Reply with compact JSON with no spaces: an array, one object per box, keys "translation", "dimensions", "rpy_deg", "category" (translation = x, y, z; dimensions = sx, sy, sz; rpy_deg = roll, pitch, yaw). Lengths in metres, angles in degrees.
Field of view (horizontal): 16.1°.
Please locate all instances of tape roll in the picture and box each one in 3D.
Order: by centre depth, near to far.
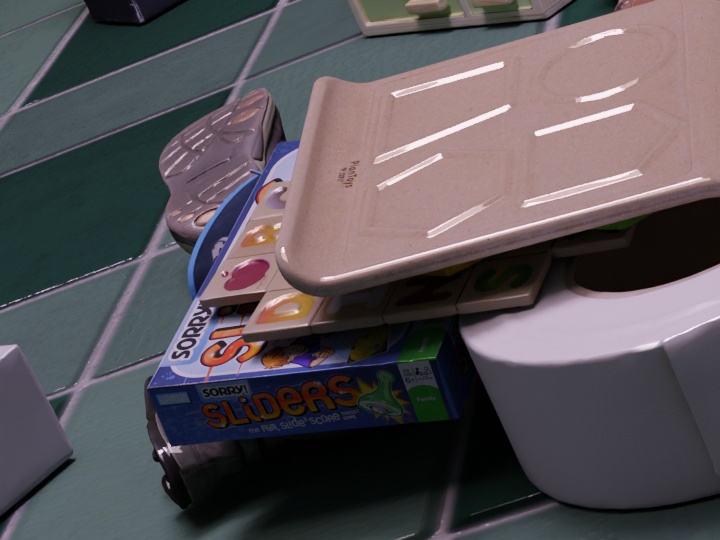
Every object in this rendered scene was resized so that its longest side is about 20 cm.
[{"translation":[0.143,0.013,1.032],"dimensions":[0.202,0.071,0.202],"rpy_deg":[-22,19,8],"category":"tape roll"}]

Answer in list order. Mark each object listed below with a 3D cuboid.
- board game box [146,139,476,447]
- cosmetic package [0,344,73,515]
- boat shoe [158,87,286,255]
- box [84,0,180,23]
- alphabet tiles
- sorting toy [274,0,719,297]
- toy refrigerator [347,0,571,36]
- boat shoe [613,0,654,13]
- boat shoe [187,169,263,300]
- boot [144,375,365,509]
[{"translation":[0.000,0.000,1.139],"dimensions":[0.135,0.034,0.200],"rpy_deg":[-8,32,22],"category":"board game box"},{"translation":[-0.248,0.117,1.251],"dimensions":[0.102,0.074,0.200],"rpy_deg":[-6,28,43],"category":"cosmetic package"},{"translation":[-0.069,-0.039,1.445],"dimensions":[0.074,0.073,0.200],"rpy_deg":[-24,22,13],"category":"boat shoe"},{"translation":[-0.174,-0.347,2.215],"dimensions":[0.200,0.197,0.124],"rpy_deg":[-33,19,-21],"category":"box"},{"translation":[0.033,-0.025,1.106],"dimensions":[0.200,0.006,0.166],"rpy_deg":[-8,30,26],"category":"alphabet tiles"},{"translation":[0.071,-0.052,1.089],"dimensions":[0.200,0.037,0.185],"rpy_deg":[-11,29,12],"category":"sorting toy"},{"translation":[0.065,-0.210,1.728],"dimensions":[0.070,0.076,0.200],"rpy_deg":[-37,22,-31],"category":"toy refrigerator"},{"translation":[0.224,-0.143,1.274],"dimensions":[0.200,0.076,0.072],"rpy_deg":[-6,58,4],"category":"boat shoe"},{"translation":[-0.009,-0.037,1.345],"dimensions":[0.069,0.084,0.200],"rpy_deg":[-5,30,48],"category":"boat shoe"},{"translation":[-0.044,0.035,1.214],"dimensions":[0.130,0.068,0.200],"rpy_deg":[-21,21,7],"category":"boot"}]
